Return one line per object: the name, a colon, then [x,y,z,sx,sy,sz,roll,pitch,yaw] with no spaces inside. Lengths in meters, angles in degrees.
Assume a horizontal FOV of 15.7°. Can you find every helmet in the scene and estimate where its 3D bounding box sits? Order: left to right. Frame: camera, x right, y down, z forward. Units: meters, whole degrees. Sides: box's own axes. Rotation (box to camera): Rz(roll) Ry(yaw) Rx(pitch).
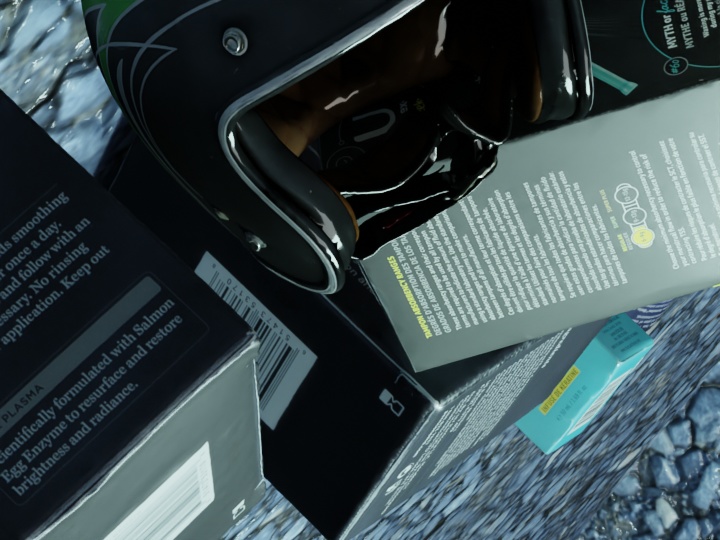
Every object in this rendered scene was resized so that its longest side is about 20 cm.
helmet: [-0.015,-0.110,1.001,0.200,0.200,0.191,-41,132,-20]

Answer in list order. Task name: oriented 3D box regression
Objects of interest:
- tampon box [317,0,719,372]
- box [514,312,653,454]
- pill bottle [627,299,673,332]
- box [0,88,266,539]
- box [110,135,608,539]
tampon box: [0.091,-0.070,1.151,0.200,0.150,0.126,-16,135,11]
box: [0.071,0.007,1.538,0.082,0.200,0.049,-54,164,30]
pill bottle: [0.200,-0.012,2.026,0.111,0.111,0.200,-24,153,-56]
box: [-0.145,0.029,0.995,0.117,0.200,0.197,-43,165,-16]
box: [0.000,0.000,1.298,0.200,0.197,0.117,-30,159,-47]
